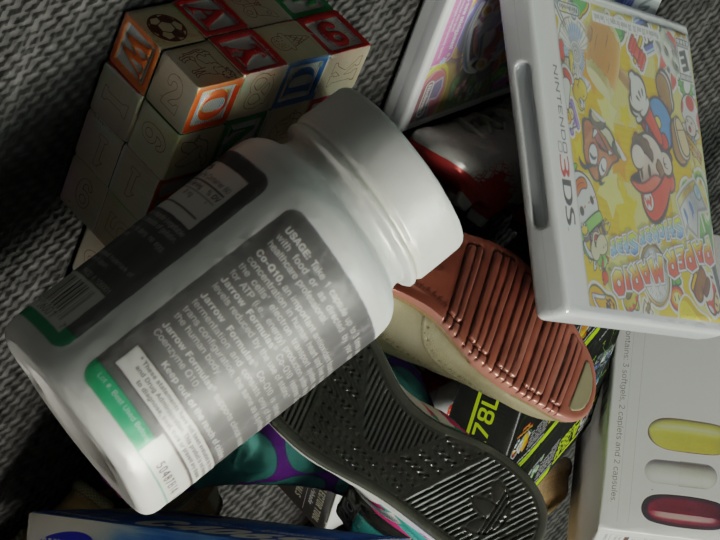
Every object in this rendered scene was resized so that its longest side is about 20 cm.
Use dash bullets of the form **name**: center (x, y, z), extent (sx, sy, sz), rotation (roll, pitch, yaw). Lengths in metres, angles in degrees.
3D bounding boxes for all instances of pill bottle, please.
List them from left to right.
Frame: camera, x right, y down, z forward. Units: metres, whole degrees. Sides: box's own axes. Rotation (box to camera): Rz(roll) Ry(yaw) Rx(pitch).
- **pill bottle**: center (-0.057, 0.011, 1.391), extent (0.200, 0.113, 0.113), rotation (-38, 153, -10)

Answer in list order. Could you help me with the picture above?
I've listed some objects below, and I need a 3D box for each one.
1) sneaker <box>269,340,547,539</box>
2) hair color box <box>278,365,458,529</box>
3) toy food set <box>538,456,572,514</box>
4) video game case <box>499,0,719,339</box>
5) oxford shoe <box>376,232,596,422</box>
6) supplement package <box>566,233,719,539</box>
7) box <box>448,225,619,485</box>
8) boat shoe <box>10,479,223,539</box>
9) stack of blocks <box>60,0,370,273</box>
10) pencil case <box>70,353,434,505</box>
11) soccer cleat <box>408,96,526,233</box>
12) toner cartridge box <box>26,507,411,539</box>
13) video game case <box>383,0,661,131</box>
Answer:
- **sneaker**: center (0.002, 0.083, 1.556), extent (0.084, 0.200, 0.121), rotation (-50, -175, -14)
- **hair color box**: center (0.043, 0.071, 1.818), extent (0.199, 0.061, 0.102), rotation (-27, 149, -35)
- **toy food set**: center (0.055, 0.167, 1.920), extent (0.198, 0.049, 0.200), rotation (-40, 166, 34)
- **video game case**: center (0.140, -0.058, 1.626), extent (0.023, 0.183, 0.200), rotation (-11, 170, 30)
- **oxford shoe**: center (0.036, 0.018, 1.560), extent (0.074, 0.200, 0.071), rotation (-35, -157, 49)
- **supplement package**: center (0.199, 0.094, 1.869), extent (0.156, 0.110, 0.201), rotation (104, -7, -69)
- **box**: center (0.107, 0.042, 1.701), extent (0.200, 0.047, 0.194), rotation (-43, 156, -56)
- **boat shoe**: center (-0.157, 0.151, 1.653), extent (0.200, 0.071, 0.077), rotation (-26, 134, -44)
- **stack of blocks**: center (-0.085, -0.042, 1.469), extent (0.115, 0.059, 0.201), rotation (-18, 144, -42)
- **pencil case**: center (-0.053, 0.086, 1.628), extent (0.199, 0.085, 0.093), rotation (3, 100, -38)
- **soccer cleat**: center (0.085, -0.069, 1.677), extent (0.085, 0.068, 0.200), rotation (-58, 156, 7)
- **toner cartridge box**: center (-0.076, 0.153, 1.551), extent (0.095, 0.199, 0.043), rotation (4, 88, -46)
- **video game case**: center (0.106, -0.157, 1.625), extent (0.199, 0.018, 0.144), rotation (-22, 145, -39)
